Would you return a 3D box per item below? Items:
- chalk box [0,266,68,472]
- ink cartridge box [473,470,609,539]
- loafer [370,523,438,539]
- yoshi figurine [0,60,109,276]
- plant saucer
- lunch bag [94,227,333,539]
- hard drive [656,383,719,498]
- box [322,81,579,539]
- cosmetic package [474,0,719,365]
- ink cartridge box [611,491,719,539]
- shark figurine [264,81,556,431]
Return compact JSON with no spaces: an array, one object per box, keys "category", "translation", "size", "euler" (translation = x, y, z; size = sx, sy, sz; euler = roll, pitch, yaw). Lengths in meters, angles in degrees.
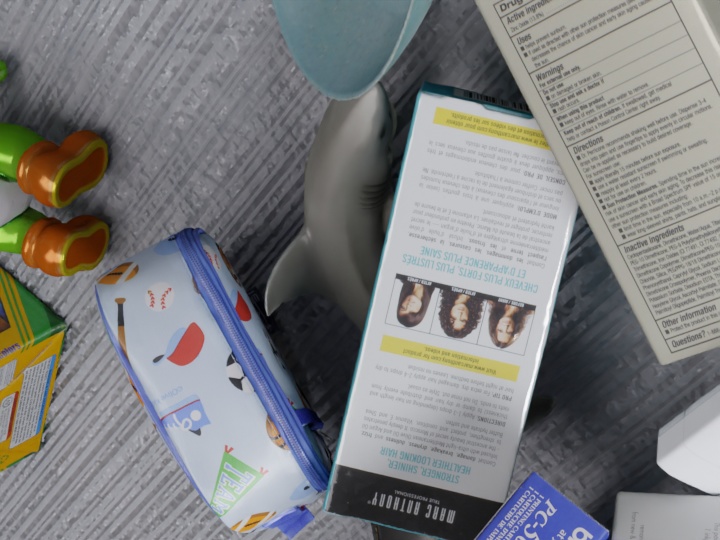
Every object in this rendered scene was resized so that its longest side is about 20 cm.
[{"category":"chalk box","translation":[-0.306,0.042,1.224],"size":[0.200,0.124,0.125],"euler":[40,134,21]},{"category":"ink cartridge box","translation":[0.072,0.157,0.880],"size":[0.044,0.094,0.200],"euler":[39,173,17]},{"category":"loafer","translation":[0.044,0.200,1.021],"size":[0.073,0.072,0.200],"euler":[-11,103,46]},{"category":"yoshi figurine","translation":[-0.240,-0.066,1.146],"size":[0.200,0.113,0.112],"euler":[16,164,20]},{"category":"plant saucer","translation":[0.004,-0.177,0.845],"size":[0.201,0.039,0.201],"euler":[175,90,-68]},{"category":"lunch bag","translation":[-0.068,0.064,0.987],"size":[0.160,0.075,0.200],"euler":[58,179,6]},{"category":"hard drive","translation":[0.230,0.051,0.756],"size":[0.132,0.027,0.200],"euler":[26,139,-17]},{"category":"box","translation":[0.044,0.021,0.872],"size":[0.082,0.049,0.200],"euler":[13,102,1]},{"category":"cosmetic package","translation":[0.134,-0.073,0.792],"size":[0.105,0.071,0.200],"euler":[-22,96,45]},{"category":"ink cartridge box","translation":[0.207,0.160,0.807],"size":[0.200,0.067,0.116],"euler":[2,131,11]},{"category":"shark figurine","translation":[0.000,0.016,0.948],"size":[0.128,0.089,0.215],"euler":[-1,116,58]}]
